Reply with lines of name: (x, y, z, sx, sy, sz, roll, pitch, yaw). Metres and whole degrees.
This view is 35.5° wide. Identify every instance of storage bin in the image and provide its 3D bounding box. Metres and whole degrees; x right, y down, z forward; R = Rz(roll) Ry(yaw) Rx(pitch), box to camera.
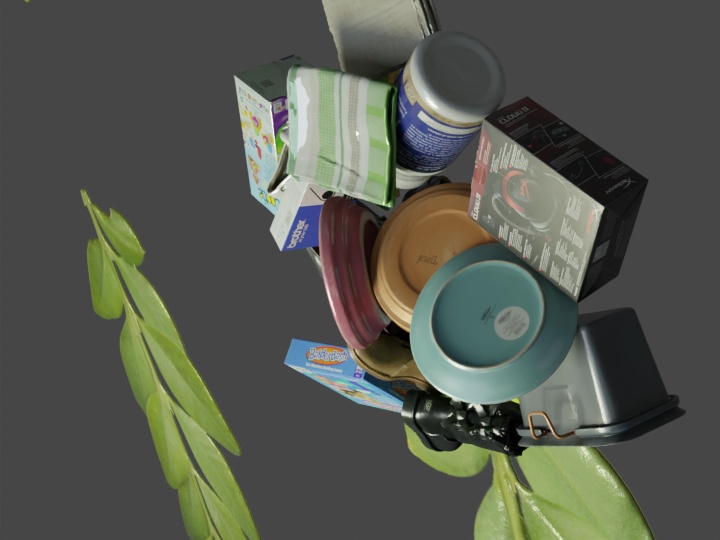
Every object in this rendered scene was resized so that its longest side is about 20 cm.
storage bin: (0.252, 0.125, 1.312, 0.200, 0.145, 0.135, -17, 90, 61)

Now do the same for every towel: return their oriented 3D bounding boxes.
towel: (-0.027, -0.164, 1.345, 0.200, 0.031, 0.150, 22, 120, 50)
towel: (0.025, -0.308, 1.366, 0.200, 0.034, 0.133, -8, 99, 57)

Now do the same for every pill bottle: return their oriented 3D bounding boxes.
pill bottle: (0.081, -0.182, 1.321, 0.116, 0.116, 0.200, 56, 151, 10)

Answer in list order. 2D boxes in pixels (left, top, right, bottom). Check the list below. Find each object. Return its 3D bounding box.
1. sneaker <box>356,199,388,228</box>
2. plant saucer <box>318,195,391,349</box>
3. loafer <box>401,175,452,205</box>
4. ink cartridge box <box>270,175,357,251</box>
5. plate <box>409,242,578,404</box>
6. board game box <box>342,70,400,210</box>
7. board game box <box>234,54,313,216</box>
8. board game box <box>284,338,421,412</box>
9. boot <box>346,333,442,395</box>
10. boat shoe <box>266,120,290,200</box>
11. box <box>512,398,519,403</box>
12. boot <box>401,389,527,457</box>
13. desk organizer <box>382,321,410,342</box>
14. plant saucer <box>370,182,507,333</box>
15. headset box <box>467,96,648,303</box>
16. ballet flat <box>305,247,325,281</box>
sneaker: (0.047, -0.062, 1.549, 0.200, 0.075, 0.116, 48, 135, 25)
plant saucer: (0.000, 0.000, 1.451, 0.051, 0.201, 0.201, -10, 113, 14)
loafer: (0.126, -0.028, 1.436, 0.200, 0.073, 0.072, 57, 147, 3)
ink cartridge box: (-0.048, -0.112, 1.507, 0.044, 0.094, 0.200, 60, 144, 31)
plate: (0.146, 0.053, 1.274, 0.200, 0.200, 0.026, 38, 174, 35)
board game box: (0.015, -0.185, 1.501, 0.095, 0.030, 0.201, 32, 132, 42)
board game box: (-0.101, -0.189, 1.617, 0.105, 0.103, 0.200, 42, 146, 43)
board game box: (0.006, 0.162, 1.676, 0.152, 0.045, 0.200, 7, 161, 38)
boot: (0.070, 0.116, 1.561, 0.075, 0.200, 0.074, -35, 48, 39)
boat shoe: (-0.075, -0.177, 1.517, 0.071, 0.069, 0.200, 54, 131, 47)
box: (0.138, 0.090, 1.453, 0.122, 0.048, 0.200, 25, 163, 43)
boot: (0.161, 0.224, 1.585, 0.162, 0.074, 0.198, 9, 162, 28)
desk organizer: (0.051, 0.079, 1.645, 0.072, 0.077, 0.200, 43, 147, 30)
plant saucer: (0.105, -0.015, 1.360, 0.200, 0.200, 0.032, 43, 179, 30)
headset box: (0.205, -0.085, 1.248, 0.200, 0.075, 0.149, 41, 146, 31)
ballet flat: (-0.068, -0.067, 1.719, 0.200, 0.073, 0.073, 57, 152, -6)
